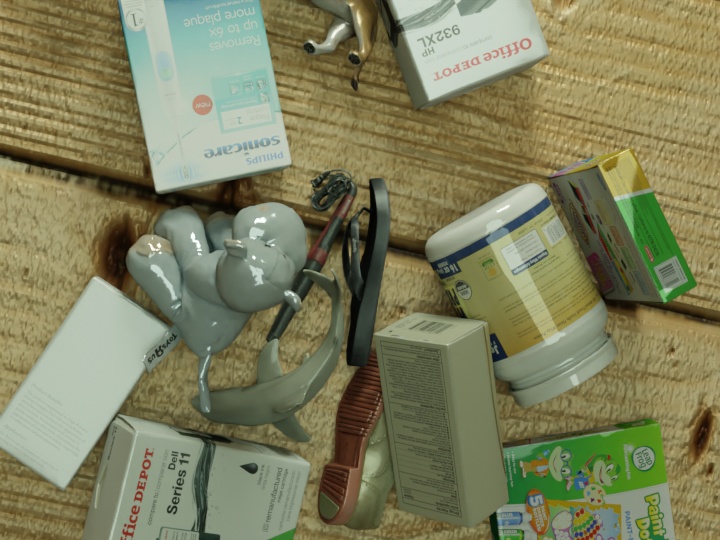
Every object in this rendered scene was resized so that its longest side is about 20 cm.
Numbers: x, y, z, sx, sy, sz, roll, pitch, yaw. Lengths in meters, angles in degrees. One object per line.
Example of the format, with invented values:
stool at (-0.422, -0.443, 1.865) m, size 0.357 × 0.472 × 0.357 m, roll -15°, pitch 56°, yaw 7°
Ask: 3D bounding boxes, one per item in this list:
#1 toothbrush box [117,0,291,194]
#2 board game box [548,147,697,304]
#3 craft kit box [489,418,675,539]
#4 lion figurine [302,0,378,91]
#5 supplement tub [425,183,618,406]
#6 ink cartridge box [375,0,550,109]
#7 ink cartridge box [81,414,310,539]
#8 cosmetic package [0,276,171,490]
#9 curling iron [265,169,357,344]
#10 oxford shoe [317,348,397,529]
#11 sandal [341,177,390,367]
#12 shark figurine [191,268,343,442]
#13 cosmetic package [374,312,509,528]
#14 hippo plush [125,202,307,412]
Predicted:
toothbrush box at (-0.162, -0.191, 1.601) m, size 0.145 × 0.085 × 0.202 m, roll -11°, pitch 93°, yaw -7°
board game box at (0.267, -0.044, 1.595) m, size 0.040 × 0.200 × 0.154 m, roll -26°, pitch 94°, yaw -6°
craft kit box at (0.241, 0.276, 1.675) m, size 0.196 × 0.049 × 0.202 m, roll -9°, pitch 92°, yaw -9°
lion figurine at (-0.033, -0.299, 1.625) m, size 0.201 × 0.072 × 0.123 m, roll 57°, pitch 43°, yaw -19°
supplement tub at (0.171, 0.026, 1.612) m, size 0.144 × 0.144 × 0.201 m, roll -29°, pitch 93°, yaw -6°
ink cartridge box at (0.095, -0.291, 1.631) m, size 0.144 × 0.084 × 0.202 m, roll -21°, pitch 93°, yaw -7°
ink cartridge box at (-0.168, 0.242, 1.577) m, size 0.198 × 0.083 × 0.148 m, roll 14°, pitch 90°, yaw -24°
cosmetic package at (-0.290, 0.115, 1.595) m, size 0.101 × 0.074 × 0.201 m, roll 35°, pitch 85°, yaw -6°
curling iron at (-0.056, -0.015, 1.647) m, size 0.049 × 0.026 × 0.202 m, roll 22°, pitch 93°, yaw 15°
oxford shoe at (0.015, 0.178, 1.644) m, size 0.073 × 0.071 × 0.202 m, roll 20°, pitch 87°, yaw -32°
sandal at (0.000, 0.000, 1.626) m, size 0.042 × 0.076 × 0.202 m, roll 8°, pitch 90°, yaw -7°
shark figurine at (-0.063, 0.107, 1.603) m, size 0.128 × 0.090 × 0.215 m, roll 41°, pitch 98°, yaw -9°
cosmetic package at (0.085, 0.153, 1.594) m, size 0.073 × 0.103 × 0.202 m, roll -25°, pitch 114°, yaw -44°
hippo plush at (-0.140, -0.002, 1.535) m, size 0.159 × 0.161 × 0.201 m, roll 37°, pitch 53°, yaw -13°
